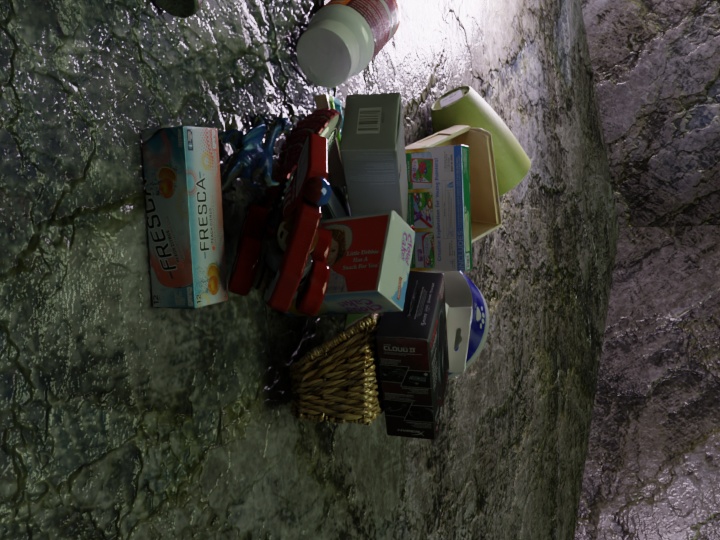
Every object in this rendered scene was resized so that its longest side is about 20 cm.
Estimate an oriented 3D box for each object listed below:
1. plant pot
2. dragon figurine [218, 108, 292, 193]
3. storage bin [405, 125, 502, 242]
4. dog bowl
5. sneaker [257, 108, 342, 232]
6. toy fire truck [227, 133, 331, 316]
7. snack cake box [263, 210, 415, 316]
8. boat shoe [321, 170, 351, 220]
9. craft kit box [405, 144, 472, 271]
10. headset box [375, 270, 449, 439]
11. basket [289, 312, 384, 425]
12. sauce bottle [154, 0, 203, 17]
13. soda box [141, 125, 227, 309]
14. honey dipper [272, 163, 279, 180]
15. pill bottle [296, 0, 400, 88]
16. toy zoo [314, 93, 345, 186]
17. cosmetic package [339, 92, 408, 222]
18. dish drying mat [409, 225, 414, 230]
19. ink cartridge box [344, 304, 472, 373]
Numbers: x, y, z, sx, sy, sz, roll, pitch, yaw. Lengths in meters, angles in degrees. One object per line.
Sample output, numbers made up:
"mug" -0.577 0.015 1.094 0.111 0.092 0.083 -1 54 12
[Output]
"plant pot" 0.224 -0.265 1.790 0.202 0.185 0.188 58 38 -23
"dragon figurine" -0.148 -0.153 1.113 0.199 0.058 0.102 -28 115 -62
"storage bin" 0.164 -0.151 1.653 0.198 0.093 0.202 -28 117 -38
"dog bowl" 0.117 0.085 1.503 0.079 0.196 0.204 37 57 -55
"sneaker" -0.076 -0.126 1.189 0.074 0.080 0.203 26 89 -34
"toy fire truck" -0.078 -0.054 1.038 0.201 0.110 0.170 -92 -158 -59
"snack cake box" -0.030 -0.006 1.194 0.067 0.197 0.117 37 57 -46
"boat shoe" -0.061 -0.114 1.292 0.069 0.056 0.201 -98 166 -46
"craft kit box" 0.086 -0.099 1.446 0.048 0.194 0.205 -10 99 -66
"headset box" 0.076 0.110 1.230 0.150 0.076 0.203 -69 158 -53
"basket" -0.027 0.126 1.260 0.200 0.140 0.153 -14 106 -75
"sauce bottle" -0.187 -0.389 1.031 0.065 0.063 0.203 57 40 -48
"soda box" -0.200 -0.060 0.999 0.068 0.062 0.205 -12 100 -63
"honey dipper" -0.082 -0.077 1.277 0.202 0.037 0.038 63 37 -41
"pill bottle" -0.018 -0.362 1.331 0.201 0.107 0.111 -57 139 -49
"toy zoo" -0.028 -0.196 1.345 0.200 0.020 0.134 -28 106 -79
"cosmetic package" 0.023 -0.146 1.256 0.201 0.088 0.109 75 17 -57
"dish drying mat" 0.000 0.000 1.279 0.018 0.199 0.077 47 41 -14
"ink cartridge box" 0.074 0.099 1.413 0.067 0.196 0.120 41 53 -56
